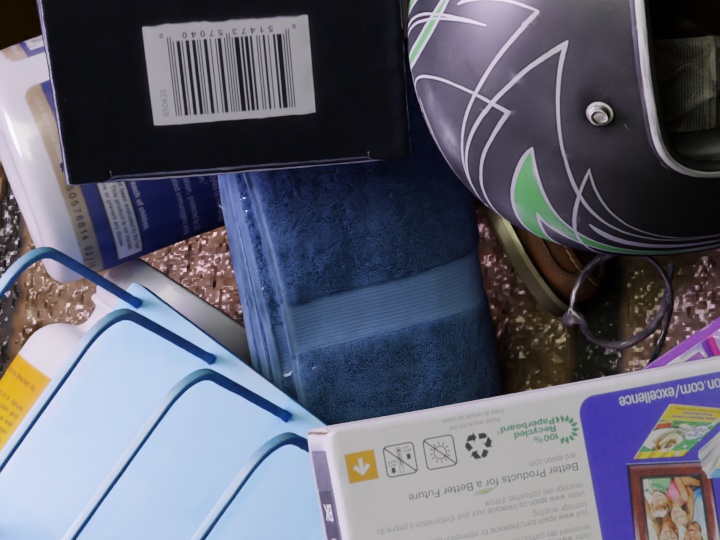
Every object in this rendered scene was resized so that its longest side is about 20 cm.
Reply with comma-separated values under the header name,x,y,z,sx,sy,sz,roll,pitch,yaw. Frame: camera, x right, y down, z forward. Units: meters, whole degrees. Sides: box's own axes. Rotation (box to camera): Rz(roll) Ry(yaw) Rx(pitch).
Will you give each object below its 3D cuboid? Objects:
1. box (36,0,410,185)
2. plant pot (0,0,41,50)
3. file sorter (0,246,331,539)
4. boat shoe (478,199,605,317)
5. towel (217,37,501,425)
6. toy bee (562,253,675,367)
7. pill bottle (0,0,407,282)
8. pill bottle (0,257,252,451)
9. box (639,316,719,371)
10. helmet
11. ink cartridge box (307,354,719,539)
name,x,y,z,sx,sy,sz,roll,pitch,yaw
box,-0.058,-0.139,1.219,0.148,0.104,0.200,-4,38,1
plant pot,-0.120,-0.154,1.413,0.200,0.200,0.142,-44,33,6
file sorter,-0.084,0.103,1.206,0.200,0.123,0.139,36,91,24
boat shoe,0.085,-0.078,1.330,0.068,0.072,0.200,-24,63,19
towel,0.000,0.000,1.277,0.112,0.200,0.049,-12,21,-6
toy bee,0.134,0.098,1.238,0.131,0.109,0.200,10,88,-2
pill bottle,-0.066,-0.078,1.324,0.200,0.111,0.111,-21,61,-9
pill bottle,-0.131,0.095,1.353,0.111,0.111,0.200,31,88,32
box,0.166,0.126,1.165,0.137,0.039,0.200,-34,90,0
helmet,0.111,-0.097,1.146,0.190,0.200,0.200,4,68,-17
ink cartridge box,0.094,0.141,1.109,0.198,0.043,0.200,-10,88,-10
